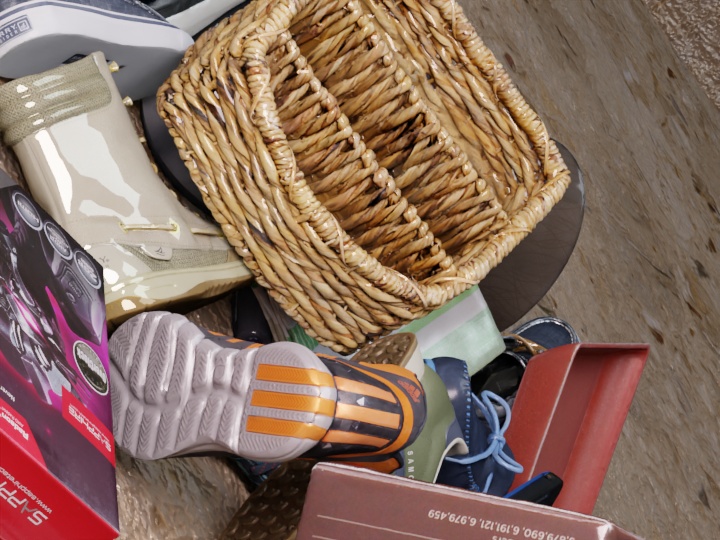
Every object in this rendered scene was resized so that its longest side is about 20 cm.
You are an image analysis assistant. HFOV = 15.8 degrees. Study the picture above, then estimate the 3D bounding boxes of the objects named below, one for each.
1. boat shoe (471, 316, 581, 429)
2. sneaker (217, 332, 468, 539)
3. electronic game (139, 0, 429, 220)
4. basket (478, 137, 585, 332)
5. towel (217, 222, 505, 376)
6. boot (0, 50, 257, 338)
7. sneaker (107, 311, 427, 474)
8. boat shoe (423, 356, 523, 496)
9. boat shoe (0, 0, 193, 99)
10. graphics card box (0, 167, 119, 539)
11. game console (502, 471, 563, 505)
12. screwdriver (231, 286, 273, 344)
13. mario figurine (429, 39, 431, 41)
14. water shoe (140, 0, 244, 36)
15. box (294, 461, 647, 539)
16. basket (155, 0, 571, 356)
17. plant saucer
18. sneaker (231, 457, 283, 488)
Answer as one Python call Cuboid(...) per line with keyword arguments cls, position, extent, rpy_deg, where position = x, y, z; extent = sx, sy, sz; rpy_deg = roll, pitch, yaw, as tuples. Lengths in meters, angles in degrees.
Cuboid(cls="boat shoe", position=(0.114, 0.072, 1.804), extent=(0.071, 0.091, 0.200), rpy_deg=(25, 40, 12))
Cuboid(cls="sneaker", position=(-0.001, 0.130, 1.425), extent=(0.090, 0.067, 0.200), rpy_deg=(56, 49, -24))
Cuboid(cls="electronic game", position=(-0.043, -0.100, 1.666), extent=(0.042, 0.200, 0.200), rpy_deg=(112, -38, -55))
Cuboid(cls="basket", position=(0.033, -0.042, 1.792), extent=(0.200, 0.180, 0.136), rpy_deg=(19, 33, -52))
Cuboid(cls="towel", position=(0.000, 0.000, 1.604), extent=(0.153, 0.023, 0.200), rpy_deg=(-35, 108, -30))
Cuboid(cls="boot", position=(-0.129, -0.047, 1.461), extent=(0.155, 0.072, 0.200), rpy_deg=(65, 21, 4))
Cuboid(cls="sneaker", position=(-0.046, 0.073, 1.324), extent=(0.112, 0.200, 0.078), rpy_deg=(16, 87, -40))
Cuboid(cls="boat shoe", position=(0.064, 0.113, 1.599), extent=(0.200, 0.069, 0.084), rpy_deg=(90, 1, -60))
Cuboid(cls="boat shoe", position=(-0.166, -0.159, 1.527), extent=(0.200, 0.071, 0.091), rpy_deg=(10, 56, -66))
Cuboid(cls="graphics card box", position=(-0.173, 0.036, 1.240), extent=(0.125, 0.051, 0.200), rpy_deg=(47, 20, -35))
Cuboid(cls="game console", position=(0.086, 0.231, 1.522), extent=(0.118, 0.171, 0.200), rpy_deg=(35, 17, 13))
Cuboid(cls="screwdriver", position=(-0.069, -0.015, 1.653), extent=(0.200, 0.028, 0.029), rpy_deg=(-94, 177, -50))
Cuboid(cls="mario figurine", position=(-0.008, -0.164, 1.827), extent=(0.106, 0.200, 0.124), rpy_deg=(6, 73, -29))
Cuboid(cls="water shoe", position=(-0.099, -0.212, 1.670), extent=(0.200, 0.071, 0.079), rpy_deg=(-45, 130, -39))
Cuboid(cls="box", position=(0.058, 0.214, 1.254), extent=(0.166, 0.164, 0.200), rpy_deg=(30, 72, -59))
Cuboid(cls="basket", position=(0.001, -0.071, 1.473), extent=(0.200, 0.149, 0.143), rpy_deg=(56, 28, -14))
Cuboid(cls="plant saucer", position=(0.126, 0.137, 1.761), extent=(0.037, 0.200, 0.200), rpy_deg=(22, 6, 19))
Cuboid(cls="sneaker", position=(-0.019, 0.117, 1.494), extent=(0.200, 0.079, 0.096), rpy_deg=(36, 30, -52))
